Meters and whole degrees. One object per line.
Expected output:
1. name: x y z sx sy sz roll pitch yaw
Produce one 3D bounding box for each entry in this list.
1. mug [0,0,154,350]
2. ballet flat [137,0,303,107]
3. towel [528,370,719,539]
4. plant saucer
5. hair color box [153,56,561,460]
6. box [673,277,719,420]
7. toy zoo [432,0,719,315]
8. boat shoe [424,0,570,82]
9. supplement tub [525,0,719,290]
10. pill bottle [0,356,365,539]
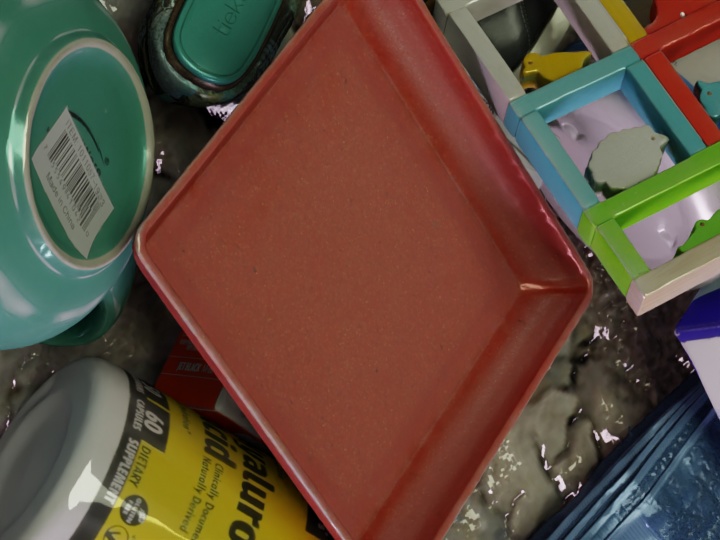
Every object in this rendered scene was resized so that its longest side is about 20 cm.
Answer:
1. mug: -0.141 -0.045 0.898 0.185 0.114 0.153 2 90 -62
2. ballet flat: -0.041 -0.155 1.040 0.074 0.074 0.201 43 66 -19
3. towel: 0.146 0.144 1.130 0.200 0.048 0.112 -44 107 -23
4. plant saucer: 0.000 0.000 0.966 0.200 0.037 0.200 55 50 -25
5. hair color box: 0.000 -0.003 1.046 0.111 0.064 0.201 36 73 -31
6. box: 0.281 0.001 1.099 0.200 0.183 0.105 -50 119 -41
7. toy zoo: 0.122 -0.090 1.021 0.131 0.020 0.201 -26 67 -16
8. boat shoe: 0.089 -0.176 1.106 0.067 0.072 0.201 35 72 -15
9. supplement tub: 0.185 -0.097 1.117 0.200 0.132 0.132 -41 105 -22
10. pill bottle: -0.062 0.130 0.987 0.199 0.111 0.112 33 73 -23
